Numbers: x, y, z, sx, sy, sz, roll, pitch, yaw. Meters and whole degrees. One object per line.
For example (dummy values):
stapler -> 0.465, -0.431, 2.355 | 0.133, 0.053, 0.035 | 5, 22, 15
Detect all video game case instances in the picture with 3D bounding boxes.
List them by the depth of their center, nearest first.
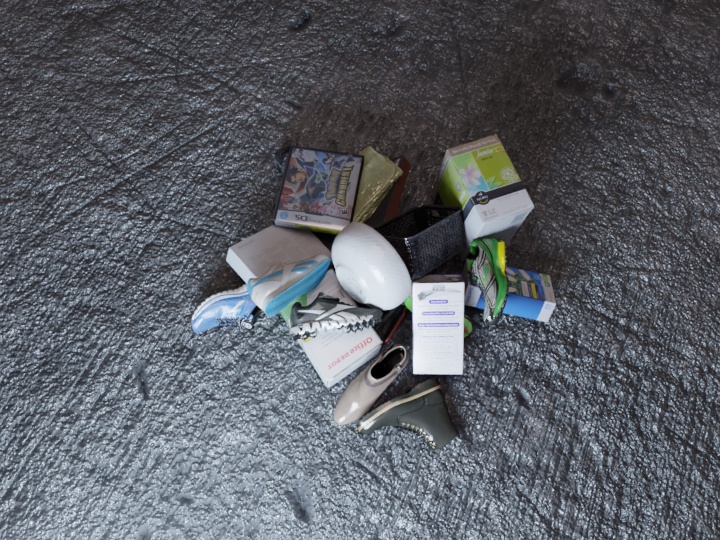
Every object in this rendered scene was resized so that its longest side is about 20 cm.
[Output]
video game case -> -0.094, -0.185, 1.247 | 0.177, 0.026, 0.204 | 9, 69, 5

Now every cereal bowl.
cereal bowl -> 0.008, 0.005, 1.124 | 0.083, 0.201, 0.200 | -39, 75, -23

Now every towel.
towel -> -0.004, -0.190, 1.284 | 0.201, 0.036, 0.148 | -51, 51, 2

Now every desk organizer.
desk organizer -> 0.074, -0.164, 1.298 | 0.071, 0.077, 0.203 | -4, 59, 43

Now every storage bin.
storage bin -> 0.125, -0.067, 1.196 | 0.198, 0.096, 0.134 | -28, 26, -37

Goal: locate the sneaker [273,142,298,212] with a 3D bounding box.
sneaker -> -0.174, -0.222, 1.322 | 0.112, 0.076, 0.202 | 28, 69, 14

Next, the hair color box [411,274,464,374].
hair color box -> 0.162, 0.113, 1.152 | 0.107, 0.065, 0.204 | 0, 106, 5

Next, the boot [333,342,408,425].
boot -> 0.021, 0.228, 1.113 | 0.070, 0.147, 0.200 | 40, 71, 10

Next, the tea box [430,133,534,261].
tea box -> 0.271, -0.162, 1.257 | 0.131, 0.201, 0.200 | -19, 71, -11

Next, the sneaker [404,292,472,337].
sneaker -> 0.166, 0.072, 1.222 | 0.199, 0.077, 0.084 | 41, 31, -5

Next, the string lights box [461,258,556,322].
string lights box -> 0.330, 0.044, 1.235 | 0.196, 0.060, 0.104 | 12, 38, 0

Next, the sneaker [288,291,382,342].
sneaker -> -0.054, 0.084, 1.115 | 0.196, 0.067, 0.092 | -9, 71, -4

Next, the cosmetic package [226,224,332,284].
cosmetic package -> -0.174, -0.026, 1.216 | 0.151, 0.052, 0.199 | 47, 49, 12

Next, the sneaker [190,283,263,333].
sneaker -> -0.271, 0.090, 1.185 | 0.197, 0.079, 0.090 | -25, 69, -13

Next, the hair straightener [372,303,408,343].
hair straightener -> 0.082, 0.063, 1.230 | 0.077, 0.041, 0.201 | 41, 70, -8

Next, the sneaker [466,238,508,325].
sneaker -> 0.265, 0.023, 1.154 | 0.083, 0.079, 0.203 | 2, 57, 4

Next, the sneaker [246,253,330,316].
sneaker -> -0.141, 0.010, 1.117 | 0.080, 0.077, 0.199 | 39, 47, 22

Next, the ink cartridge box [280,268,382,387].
ink cartridge box -> -0.065, 0.126, 1.180 | 0.144, 0.088, 0.201 | -32, 72, -15

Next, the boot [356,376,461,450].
boot -> 0.103, 0.324, 1.123 | 0.197, 0.078, 0.140 | -25, 77, -12
